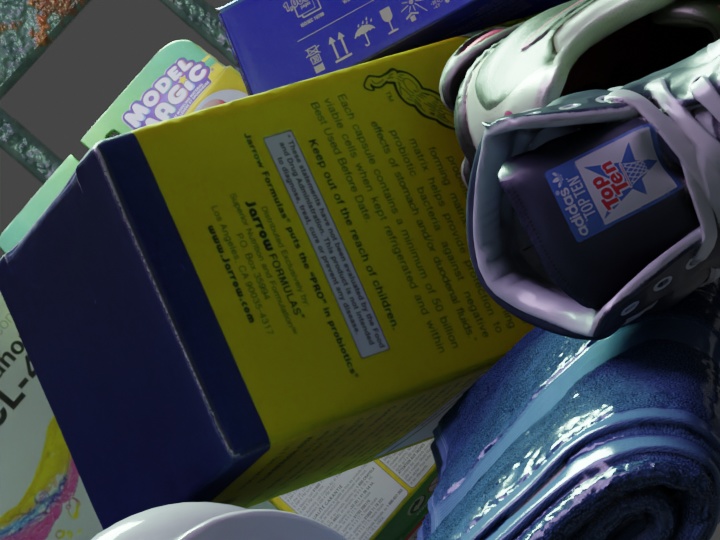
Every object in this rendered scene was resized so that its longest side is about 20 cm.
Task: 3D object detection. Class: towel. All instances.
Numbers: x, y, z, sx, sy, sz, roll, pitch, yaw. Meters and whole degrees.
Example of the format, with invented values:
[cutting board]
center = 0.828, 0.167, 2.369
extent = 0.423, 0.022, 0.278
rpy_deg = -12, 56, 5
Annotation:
[towel]
center = 0.060, 0.054, 0.842
extent = 0.112, 0.049, 0.200
rpy_deg = -47, 5, 17

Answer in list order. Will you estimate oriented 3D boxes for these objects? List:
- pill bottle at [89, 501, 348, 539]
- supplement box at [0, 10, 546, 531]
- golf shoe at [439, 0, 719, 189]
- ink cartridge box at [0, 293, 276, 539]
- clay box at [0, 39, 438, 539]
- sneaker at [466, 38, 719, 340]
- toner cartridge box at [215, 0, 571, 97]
[pill bottle]
center = -0.057, 0.132, 0.904
extent = 0.111, 0.111, 0.200
rpy_deg = -51, 5, -26
[supplement box]
center = 0.000, 0.000, 0.989
extent = 0.199, 0.110, 0.109
rpy_deg = -18, -12, -31
[golf shoe]
center = 0.124, -0.073, 0.931
extent = 0.199, 0.077, 0.088
rpy_deg = -27, 3, -13
[ink cartridge box]
center = -0.135, 0.107, 1.204
extent = 0.148, 0.200, 0.086
rpy_deg = -50, 4, -16
[clay box]
center = -0.032, 0.013, 1.132
extent = 0.115, 0.200, 0.048
rpy_deg = -48, -25, -2
[sneaker]
center = 0.107, -0.043, 0.782
extent = 0.108, 0.070, 0.200
rpy_deg = -19, -12, -42
[toner cartridge box]
center = 0.059, -0.108, 1.012
extent = 0.199, 0.043, 0.095
rpy_deg = -27, -12, 20
